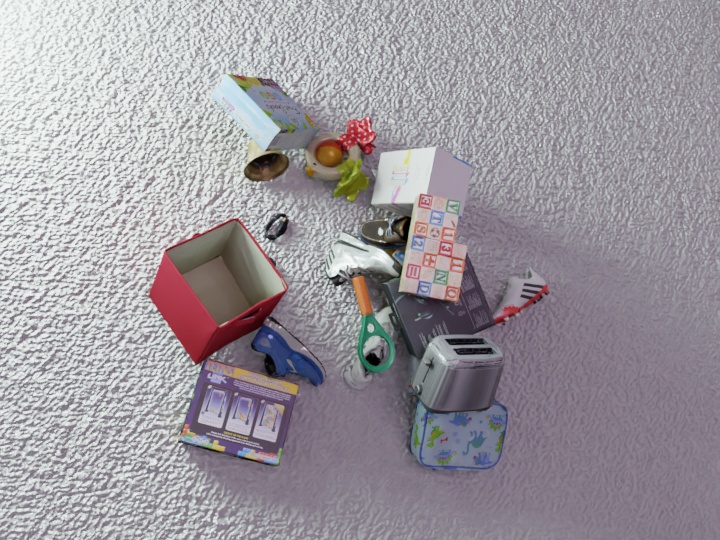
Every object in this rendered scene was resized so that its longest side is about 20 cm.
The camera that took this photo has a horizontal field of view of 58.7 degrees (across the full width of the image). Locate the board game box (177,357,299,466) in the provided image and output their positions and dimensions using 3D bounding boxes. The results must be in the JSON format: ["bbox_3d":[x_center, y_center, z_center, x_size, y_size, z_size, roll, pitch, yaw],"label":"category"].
[{"bbox_3d":[-0.238,0.280,1.264,0.199,0.057,0.166,19,67,-13],"label":"board game box"}]

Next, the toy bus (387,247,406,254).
[{"bbox_3d":[0.140,-0.028,1.473,0.200,0.078,0.065,39,66,-5],"label":"toy bus"}]

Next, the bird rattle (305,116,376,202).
[{"bbox_3d":[-0.045,-0.270,1.473,0.162,0.113,0.202,6,69,0],"label":"bird rattle"}]

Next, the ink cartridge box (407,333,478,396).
[{"bbox_3d":[0.188,0.190,1.450,0.161,0.050,0.202,10,65,-16],"label":"ink cartridge box"}]

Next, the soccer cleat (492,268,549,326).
[{"bbox_3d":[0.369,0.064,1.537,0.199,0.069,0.085,-29,77,-27],"label":"soccer cleat"}]

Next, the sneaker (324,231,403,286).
[{"bbox_3d":[0.000,0.000,1.380,0.116,0.200,0.076,-55,136,-9],"label":"sneaker"}]

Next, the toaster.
[{"bbox_3d":[0.208,0.208,1.298,0.198,0.114,0.130,3,117,-24],"label":"toaster"}]

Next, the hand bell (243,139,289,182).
[{"bbox_3d":[-0.236,-0.310,1.434,0.103,0.104,0.201,-11,66,-22],"label":"hand bell"}]

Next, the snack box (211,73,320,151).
[{"bbox_3d":[-0.198,-0.339,1.384,0.169,0.068,0.200,47,25,7],"label":"snack box"}]

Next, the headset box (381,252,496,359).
[{"bbox_3d":[0.158,0.073,1.367,0.199,0.093,0.175,-24,92,-7],"label":"headset box"}]

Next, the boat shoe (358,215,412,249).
[{"bbox_3d":[0.088,-0.088,1.378,0.198,0.072,0.073,3,76,13],"label":"boat shoe"}]

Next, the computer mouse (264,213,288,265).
[{"bbox_3d":[-0.196,-0.038,1.384,0.058,0.034,0.201,19,69,-12],"label":"computer mouse"}]

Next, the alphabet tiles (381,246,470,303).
[{"bbox_3d":[0.152,0.019,1.422,0.195,0.015,0.200,39,86,-5],"label":"alphabet tiles"}]

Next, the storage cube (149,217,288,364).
[{"bbox_3d":[-0.276,0.039,1.227,0.171,0.180,0.200,-31,78,-38],"label":"storage cube"}]

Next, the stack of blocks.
[{"bbox_3d":[0.153,-0.044,1.294,0.114,0.059,0.202,10,86,-4],"label":"stack of blocks"}]

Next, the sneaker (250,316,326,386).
[{"bbox_3d":[-0.148,0.179,1.295,0.089,0.078,0.200,-48,124,-7],"label":"sneaker"}]

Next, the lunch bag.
[{"bbox_3d":[0.207,0.344,1.369,0.198,0.082,0.162,7,95,-16],"label":"lunch bag"}]

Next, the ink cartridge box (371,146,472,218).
[{"bbox_3d":[0.128,-0.193,1.447,0.128,0.199,0.126,16,83,-40],"label":"ink cartridge box"}]

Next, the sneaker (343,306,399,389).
[{"bbox_3d":[0.040,0.163,1.383,0.075,0.081,0.201,32,65,-6],"label":"sneaker"}]

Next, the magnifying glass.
[{"bbox_3d":[0.019,0.112,1.326,0.079,0.022,0.202,-13,88,-23],"label":"magnifying glass"}]
